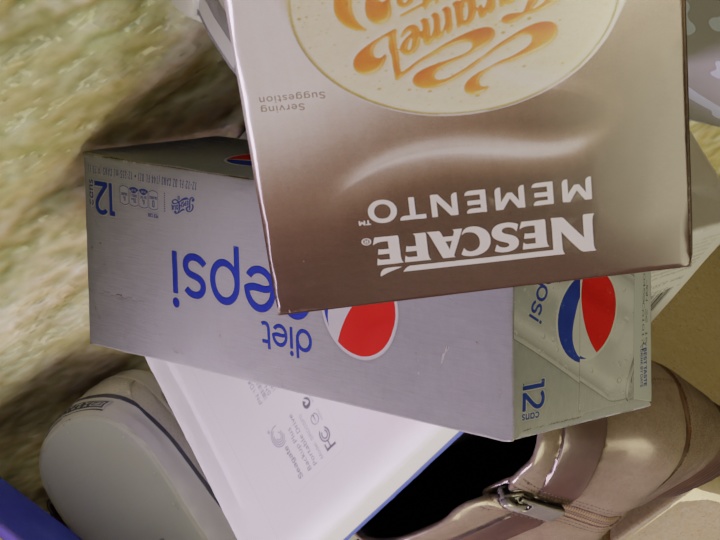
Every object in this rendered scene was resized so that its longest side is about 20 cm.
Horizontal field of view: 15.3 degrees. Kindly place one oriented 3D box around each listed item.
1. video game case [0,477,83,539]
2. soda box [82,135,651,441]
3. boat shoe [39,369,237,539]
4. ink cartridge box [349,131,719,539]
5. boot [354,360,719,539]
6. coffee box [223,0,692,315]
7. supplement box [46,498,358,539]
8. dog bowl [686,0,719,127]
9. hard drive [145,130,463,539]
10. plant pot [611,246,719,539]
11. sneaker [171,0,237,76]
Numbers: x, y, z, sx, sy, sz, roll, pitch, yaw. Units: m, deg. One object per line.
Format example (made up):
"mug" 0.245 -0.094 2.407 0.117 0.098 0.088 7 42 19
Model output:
"video game case" -0.140 0.192 1.026 0.181 0.200 0.045 -52 -177 12
"soda box" -0.003 0.001 0.841 0.063 0.068 0.200 -11 -166 -42
"boat shoe" -0.053 0.128 1.064 0.071 0.200 0.070 -29 -169 27
"ink cartridge box" 0.039 0.021 1.000 0.116 0.067 0.200 -15 155 -35
"boot" 0.047 0.093 1.003 0.146 0.070 0.200 6 139 -49
"coffee box" 0.021 -0.092 0.655 0.114 0.080 0.200 -7 133 2
"supplement box" -0.033 0.168 1.157 0.131 0.200 0.103 -25 159 -11
"dog bowl" 0.143 -0.126 0.780 0.200 0.059 0.200 -45 151 -33
"hard drive" 0.000 0.000 0.908 0.025 0.132 0.200 -6 149 -45
"plant pot" 0.115 0.092 1.209 0.200 0.200 0.177 -38 148 21
"sneaker" 0.049 -0.082 0.806 0.200 0.116 0.075 -22 158 -18
